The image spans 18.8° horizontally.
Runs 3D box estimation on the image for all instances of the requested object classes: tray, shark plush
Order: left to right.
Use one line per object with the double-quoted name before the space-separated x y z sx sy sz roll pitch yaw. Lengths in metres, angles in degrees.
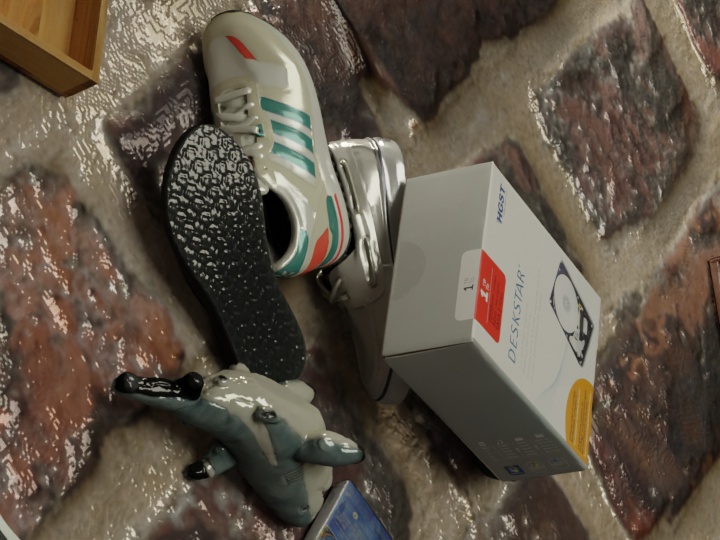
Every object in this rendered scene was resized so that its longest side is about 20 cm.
"tray" -0.212 -0.226 1.458 0.099 0.037 0.201 31 51 -42
"shark plush" -0.080 0.115 1.447 0.091 0.083 0.200 44 12 36

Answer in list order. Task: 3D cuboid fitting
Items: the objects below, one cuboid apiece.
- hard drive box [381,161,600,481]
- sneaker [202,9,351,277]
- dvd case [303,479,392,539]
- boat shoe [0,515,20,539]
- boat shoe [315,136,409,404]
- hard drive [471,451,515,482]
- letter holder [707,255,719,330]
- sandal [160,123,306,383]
"hard drive box" 0.101 0.042 1.620 0.200 0.077 0.156 46 43 -46
"sneaker" -0.072 -0.088 1.550 0.093 0.070 0.200 -27 99 -60
"dvd case" -0.011 0.263 1.519 0.143 0.018 0.200 57 37 -21
"boat shoe" -0.229 0.164 1.233 0.200 0.076 0.060 58 35 2
"boat shoe" 0.000 0.000 1.615 0.065 0.072 0.201 -1 88 -22
"hard drive" 0.108 0.061 1.748 0.135 0.042 0.201 -22 93 -54
"letter holder" 0.460 0.032 2.146 0.200 0.142 0.101 13 64 -50
"sandal" -0.097 -0.004 1.501 0.075 0.048 0.201 -29 114 -31
